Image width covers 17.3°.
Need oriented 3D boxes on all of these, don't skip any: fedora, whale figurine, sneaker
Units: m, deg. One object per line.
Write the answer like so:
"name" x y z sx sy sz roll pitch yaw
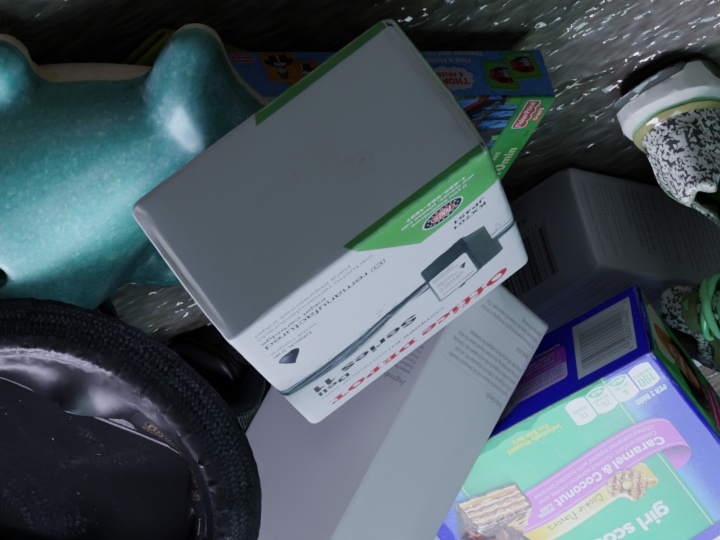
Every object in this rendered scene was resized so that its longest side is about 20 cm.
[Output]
"fedora" -0.144 0.101 1.152 0.200 0.201 0.092 -16 -173 6
"whale figurine" -0.133 -0.042 1.125 0.200 0.104 0.159 -21 122 30
"sneaker" 0.210 -0.047 1.361 0.077 0.089 0.200 -26 153 26
"sneaker" 0.217 0.028 1.343 0.088 0.077 0.200 4 165 -4
"sneaker" -0.070 0.090 1.532 0.076 0.115 0.199 0 -169 24

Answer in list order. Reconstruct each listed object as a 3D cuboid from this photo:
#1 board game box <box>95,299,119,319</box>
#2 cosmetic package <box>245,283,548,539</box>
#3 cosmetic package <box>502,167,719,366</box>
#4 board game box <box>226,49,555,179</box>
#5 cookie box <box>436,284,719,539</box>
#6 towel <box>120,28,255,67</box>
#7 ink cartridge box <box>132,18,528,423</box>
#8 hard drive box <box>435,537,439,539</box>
"board game box" -0.146 0.082 1.314 0.057 0.200 0.165 -23 157 -3
"cosmetic package" 0.007 0.086 1.274 0.200 0.085 0.108 -59 149 -6
"cosmetic package" 0.171 0.001 1.468 0.200 0.074 0.102 8 148 -43
"board game box" -0.018 -0.058 1.244 0.200 0.037 0.151 -2 149 -24
"cookie box" 0.144 0.133 1.367 0.171 0.075 0.200 -30 118 18
"towel" -0.050 -0.083 1.240 0.200 0.018 0.086 12 140 -43
"ink cartridge box" -0.007 -0.016 1.123 0.147 0.083 0.200 -37 163 -1
"hard drive box" 0.056 0.180 1.672 0.155 0.077 0.200 -13 -171 -1
